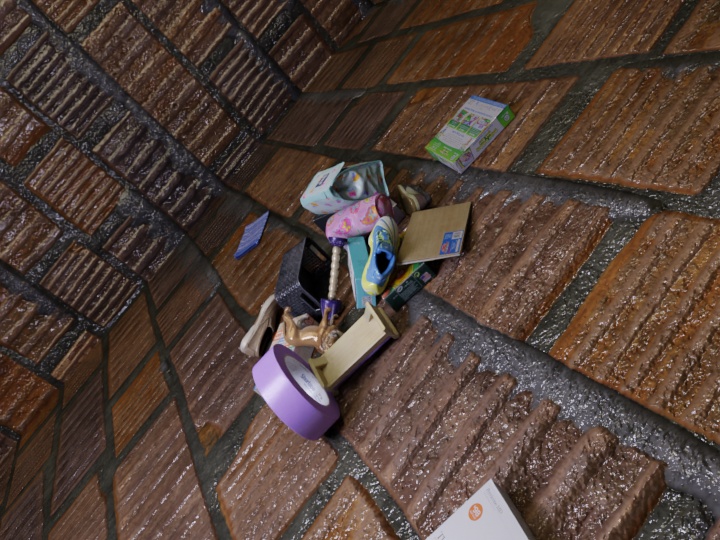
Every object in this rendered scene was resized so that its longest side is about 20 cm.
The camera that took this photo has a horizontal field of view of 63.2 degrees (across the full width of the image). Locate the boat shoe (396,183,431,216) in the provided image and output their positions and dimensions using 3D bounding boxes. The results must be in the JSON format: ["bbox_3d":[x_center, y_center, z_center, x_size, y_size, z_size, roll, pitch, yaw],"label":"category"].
[{"bbox_3d":[0.139,-0.186,1.514,0.063,0.075,0.201,-19,22,-1],"label":"boat shoe"}]

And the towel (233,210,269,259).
[{"bbox_3d":[-0.434,-0.143,2.336,0.143,0.024,0.203,-30,33,31],"label":"towel"}]

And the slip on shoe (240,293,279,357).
[{"bbox_3d":[-0.270,0.158,1.683,0.059,0.077,0.202,19,54,17],"label":"slip on shoe"}]

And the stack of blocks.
[{"bbox_3d":[-0.181,0.218,1.471,0.113,0.058,0.204,-22,38,40],"label":"stack of blocks"}]

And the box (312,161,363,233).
[{"bbox_3d":[-0.048,-0.222,1.811,0.139,0.079,0.204,-20,38,47],"label":"box"}]

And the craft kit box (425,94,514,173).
[{"bbox_3d":[0.283,-0.364,1.547,0.197,0.049,0.201,-44,28,5],"label":"craft kit box"}]

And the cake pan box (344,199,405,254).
[{"bbox_3d":[0.021,-0.127,1.623,0.185,0.052,0.200,-49,27,4],"label":"cake pan box"}]

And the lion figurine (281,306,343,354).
[{"bbox_3d":[-0.119,0.154,1.403,0.194,0.073,0.126,-6,55,26],"label":"lion figurine"}]

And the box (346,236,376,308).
[{"bbox_3d":[0.000,0.000,1.446,0.047,0.085,0.202,-7,32,-4],"label":"box"}]

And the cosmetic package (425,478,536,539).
[{"bbox_3d":[0.168,0.397,0.748,0.150,0.052,0.201,-43,28,5],"label":"cosmetic package"}]

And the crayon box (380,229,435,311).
[{"bbox_3d":[0.092,-0.012,1.372,0.127,0.051,0.201,-42,28,13],"label":"crayon box"}]

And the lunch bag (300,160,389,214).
[{"bbox_3d":[-0.050,-0.221,1.580,0.196,0.126,0.168,-17,7,-35],"label":"lunch bag"}]

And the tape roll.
[{"bbox_3d":[-0.131,0.249,1.207,0.066,0.200,0.201,-43,28,3],"label":"tape roll"}]

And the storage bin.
[{"bbox_3d":[-0.144,0.028,1.571,0.092,0.135,0.203,-30,32,27],"label":"storage bin"}]

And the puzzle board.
[{"bbox_3d":[0.169,-0.083,1.321,0.146,0.018,0.202,-8,36,25],"label":"puzzle board"}]

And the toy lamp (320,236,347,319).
[{"bbox_3d":[-0.068,0.020,1.475,0.058,0.057,0.207,4,87,56],"label":"toy lamp"}]

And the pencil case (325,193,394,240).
[{"bbox_3d":[-0.003,-0.130,1.525,0.197,0.087,0.089,-22,36,40],"label":"pencil case"}]

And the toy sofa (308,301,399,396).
[{"bbox_3d":[-0.009,0.174,1.272,0.200,0.097,0.083,-44,52,9],"label":"toy sofa"}]

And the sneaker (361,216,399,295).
[{"bbox_3d":[0.059,-0.048,1.305,0.105,0.074,0.205,126,158,-61],"label":"sneaker"}]
